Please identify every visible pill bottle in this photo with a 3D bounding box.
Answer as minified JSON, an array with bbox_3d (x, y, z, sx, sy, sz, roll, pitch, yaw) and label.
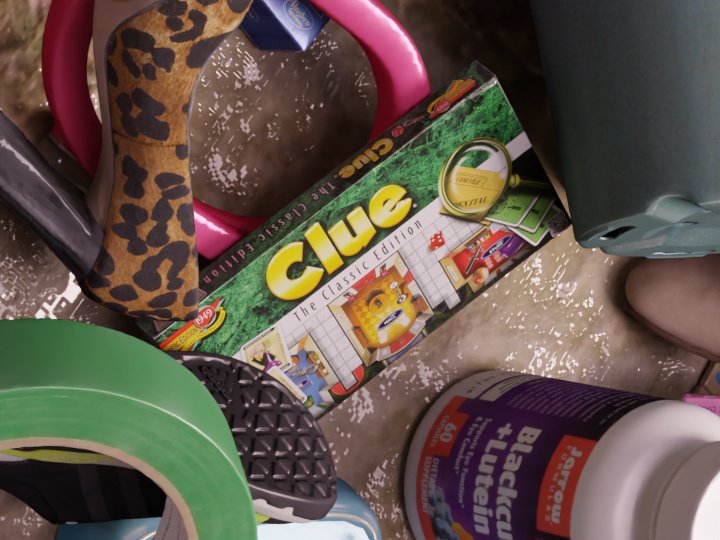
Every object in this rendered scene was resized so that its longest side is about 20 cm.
[{"bbox_3d":[0.121,0.113,1.292,0.111,0.200,0.112,-4,97,-36],"label":"pill bottle"}]

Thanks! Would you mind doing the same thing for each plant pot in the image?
[{"bbox_3d":[0.167,-0.114,1.273,0.200,0.200,0.197,2,78,-36],"label":"plant pot"}]

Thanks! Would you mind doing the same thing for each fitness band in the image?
[{"bbox_3d":[-0.056,-0.082,1.211,0.200,0.037,0.144,35,97,-34],"label":"fitness band"}]

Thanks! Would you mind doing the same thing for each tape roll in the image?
[{"bbox_3d":[-0.145,0.112,1.124,0.200,0.048,0.201,-8,128,-10],"label":"tape roll"}]

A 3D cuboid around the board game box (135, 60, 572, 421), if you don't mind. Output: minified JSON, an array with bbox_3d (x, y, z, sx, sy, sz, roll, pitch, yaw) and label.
[{"bbox_3d":[0.000,0.000,1.251,0.200,0.023,0.105,-38,128,-7],"label":"board game box"}]

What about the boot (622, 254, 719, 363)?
[{"bbox_3d":[0.245,-0.002,1.358,0.199,0.146,0.070,6,67,-4],"label":"boot"}]

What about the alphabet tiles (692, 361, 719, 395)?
[{"bbox_3d":[0.204,0.164,1.479,0.167,0.008,0.200,42,70,-32],"label":"alphabet tiles"}]

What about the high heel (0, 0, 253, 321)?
[{"bbox_3d":[-0.062,-0.071,1.146,0.200,0.071,0.143,-38,118,14],"label":"high heel"}]

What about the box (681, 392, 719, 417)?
[{"bbox_3d":[0.254,0.168,1.372,0.097,0.176,0.201,29,64,-71],"label":"box"}]

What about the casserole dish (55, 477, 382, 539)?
[{"bbox_3d":[-0.061,0.158,1.264,0.200,0.039,0.121,-1,95,-36],"label":"casserole dish"}]

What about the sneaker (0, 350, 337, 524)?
[{"bbox_3d":[-0.107,0.078,1.199,0.200,0.083,0.072,18,48,-27],"label":"sneaker"}]

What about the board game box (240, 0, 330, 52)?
[{"bbox_3d":[-0.035,-0.241,1.236,0.199,0.043,0.200,-53,122,-20],"label":"board game box"}]
